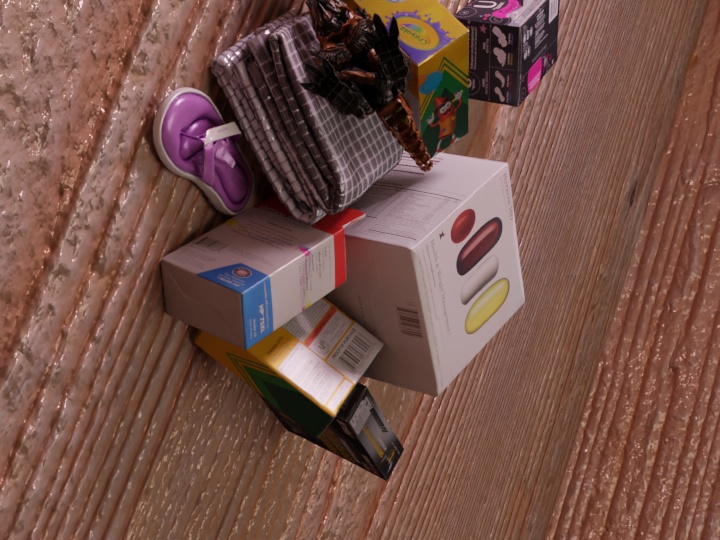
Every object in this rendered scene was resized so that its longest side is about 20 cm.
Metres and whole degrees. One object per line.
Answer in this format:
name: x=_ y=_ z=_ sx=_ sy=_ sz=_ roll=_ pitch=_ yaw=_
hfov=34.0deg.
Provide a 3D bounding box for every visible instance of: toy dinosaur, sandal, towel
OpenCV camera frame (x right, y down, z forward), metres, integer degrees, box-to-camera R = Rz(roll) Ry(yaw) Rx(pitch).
toy dinosaur: x=0.013 y=-0.193 z=1.148 sx=0.103 sy=0.199 sz=0.136 roll=-55 pitch=175 yaw=7
sandal: x=-0.140 y=-0.117 z=1.163 sx=0.203 sy=0.049 sz=0.084 roll=48 pitch=58 yaw=-65
towel: x=-0.044 y=-0.169 z=1.216 sx=0.202 sy=0.085 sz=0.166 roll=63 pitch=35 yaw=-12

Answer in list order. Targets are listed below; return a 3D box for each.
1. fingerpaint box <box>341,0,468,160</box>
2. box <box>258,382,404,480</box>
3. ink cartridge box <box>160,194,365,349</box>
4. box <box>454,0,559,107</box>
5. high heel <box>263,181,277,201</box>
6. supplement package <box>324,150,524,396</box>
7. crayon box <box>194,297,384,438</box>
fingerpaint box: x=0.033 y=-0.245 z=1.272 sx=0.073 sy=0.200 sz=0.168 roll=-33 pitch=151 yaw=-14
box: x=-0.043 y=0.166 z=1.405 sx=0.049 sy=0.157 sz=0.201 roll=-58 pitch=153 yaw=-19
ink cartridge box: x=-0.094 y=-0.008 z=1.205 sx=0.199 sy=0.115 sz=0.068 roll=-33 pitch=132 yaw=-43
box: x=0.224 y=-0.357 z=1.809 sx=0.200 sy=0.113 sz=0.134 roll=-50 pitch=144 yaw=-50
high heel: x=-0.041 y=-0.114 z=1.369 sx=0.200 sy=0.067 sz=0.097 roll=-49 pitch=156 yaw=-43
supplement package: x=0.071 y=-0.004 z=1.341 sx=0.200 sy=0.146 sz=0.194 roll=-41 pitch=131 yaw=-39
crayon box: x=-0.087 y=0.068 z=1.264 sx=0.126 sy=0.199 sz=0.052 roll=-51 pitch=178 yaw=-45
